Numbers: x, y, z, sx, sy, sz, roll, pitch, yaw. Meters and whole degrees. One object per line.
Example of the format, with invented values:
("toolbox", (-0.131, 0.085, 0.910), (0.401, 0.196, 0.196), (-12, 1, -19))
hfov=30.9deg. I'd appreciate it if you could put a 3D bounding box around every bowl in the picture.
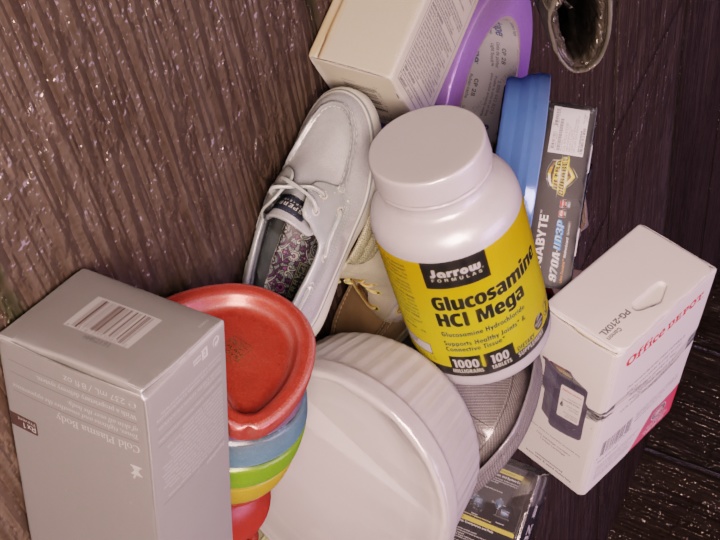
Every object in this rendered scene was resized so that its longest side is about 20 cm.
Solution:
("bowl", (0.129, -0.070, 1.120), (0.201, 0.039, 0.202), (8, 90, -85))

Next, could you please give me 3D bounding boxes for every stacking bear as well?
("stacking bear", (-0.095, 0.117, 0.899), (0.114, 0.121, 0.201), (-40, 153, -41))

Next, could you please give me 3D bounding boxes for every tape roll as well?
("tape roll", (0.086, -0.164, 1.157), (0.200, 0.065, 0.201), (-48, 148, -44))

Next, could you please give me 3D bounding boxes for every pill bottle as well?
("pill bottle", (0.071, -0.018, 0.962), (0.113, 0.112, 0.201), (-57, 143, -33))

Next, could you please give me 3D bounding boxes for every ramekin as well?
("ramekin", (0.001, 0.139, 1.002), (0.094, 0.202, 0.203), (-40, 142, -47))

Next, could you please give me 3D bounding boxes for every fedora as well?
("fedora", (0.068, 0.106, 1.105), (0.177, 0.090, 0.200), (-54, -164, 7))

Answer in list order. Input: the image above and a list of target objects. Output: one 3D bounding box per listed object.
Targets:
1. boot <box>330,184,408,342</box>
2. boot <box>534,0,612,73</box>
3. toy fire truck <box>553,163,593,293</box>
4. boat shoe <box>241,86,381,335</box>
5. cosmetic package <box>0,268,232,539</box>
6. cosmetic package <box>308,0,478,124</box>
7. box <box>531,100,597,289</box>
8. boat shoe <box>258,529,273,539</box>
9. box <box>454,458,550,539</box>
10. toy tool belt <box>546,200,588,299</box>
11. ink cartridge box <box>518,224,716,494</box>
("boot", (0.000, 0.000, 1.065), (0.154, 0.072, 0.200), (-3, 134, -52))
("boot", (0.150, -0.283, 1.063), (0.201, 0.072, 0.182), (-90, 163, -52))
("toy fire truck", (0.211, -0.041, 1.505), (0.200, 0.128, 0.177), (46, 63, -79))
("boat shoe", (-0.039, -0.037, 0.950), (0.071, 0.070, 0.202), (-2, 110, -69))
("cosmetic package", (-0.140, 0.111, 0.777), (0.090, 0.106, 0.201), (-45, 144, -49))
("cosmetic package", (0.043, -0.220, 0.997), (0.201, 0.073, 0.104), (-67, 158, -12))
("box", (0.183, -0.067, 1.203), (0.200, 0.046, 0.160), (-16, 115, -81))
("boat shoe", (-0.089, 0.235, 1.079), (0.201, 0.063, 0.074), (-53, 148, -52))
("box", (0.059, 0.231, 1.221), (0.049, 0.199, 0.162), (10, 97, -66))
("toy tool belt", (0.171, -0.048, 1.366), (0.123, 0.124, 0.201), (-149, -122, -83))
("ink cartridge box", (0.223, 0.080, 1.159), (0.145, 0.084, 0.201), (-36, 147, -31))
